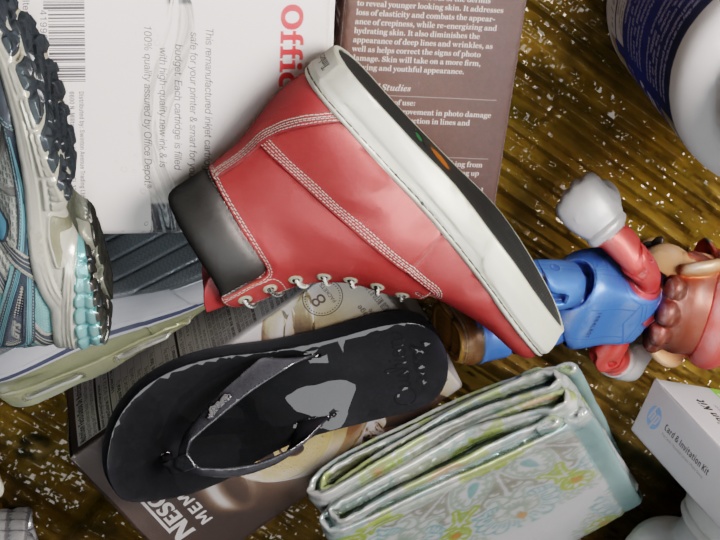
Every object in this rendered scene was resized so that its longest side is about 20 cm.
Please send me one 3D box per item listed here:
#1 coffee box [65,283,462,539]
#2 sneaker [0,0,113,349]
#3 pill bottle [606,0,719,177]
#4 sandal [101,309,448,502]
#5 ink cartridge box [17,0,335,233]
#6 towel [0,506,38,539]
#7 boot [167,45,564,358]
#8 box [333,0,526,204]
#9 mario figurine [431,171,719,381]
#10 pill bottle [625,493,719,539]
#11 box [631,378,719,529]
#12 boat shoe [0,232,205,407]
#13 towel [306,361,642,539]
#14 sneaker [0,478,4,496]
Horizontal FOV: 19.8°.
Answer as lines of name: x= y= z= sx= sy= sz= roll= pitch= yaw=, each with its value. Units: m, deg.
coffee box: x=-0.059 y=0.069 z=1.191 sx=0.200 sy=0.080 sz=0.113 roll=-36 pitch=118 yaw=8
sneaker: x=-0.183 y=-0.042 z=1.022 sx=0.086 sy=0.078 sz=0.201 roll=-10 pitch=118 yaw=1
pill bottle: x=0.210 y=-0.111 z=1.081 sx=0.119 sy=0.200 sz=0.120 roll=-4 pitch=117 yaw=-8
sandal: x=-0.049 y=0.073 z=1.124 sx=0.199 sy=0.043 sz=0.076 roll=-21 pitch=116 yaw=1
ink cartridge box: x=-0.119 y=-0.101 z=1.092 sx=0.199 sy=0.084 sz=0.145 roll=-2 pitch=118 yaw=-9
towel: x=-0.257 y=0.223 z=1.165 sx=0.165 sy=0.200 sz=0.086 roll=-5 pitch=118 yaw=-6
boot: x=0.000 y=0.000 z=1.079 sx=0.144 sy=0.072 sz=0.200 roll=-41 pitch=108 yaw=12
box: x=0.031 y=-0.132 z=1.112 sx=0.100 sy=0.075 sz=0.201 roll=2 pitch=118 yaw=-11
mario figurine: x=0.139 y=0.008 z=1.198 sx=0.199 sy=0.123 sz=0.107 roll=1 pitch=78 yaw=-23
pill bottle: x=0.198 y=0.224 z=1.284 sx=0.119 sy=0.120 sz=0.200 roll=26 pitch=109 yaw=-21
box: x=0.279 y=0.131 z=1.218 sx=0.199 sy=0.156 sz=0.041 roll=10 pitch=114 yaw=-29
boat shoe: x=-0.131 y=0.014 z=1.167 sx=0.199 sy=0.072 sz=0.062 roll=-22 pitch=143 yaw=5
towel: x=0.072 y=0.132 z=1.223 sx=0.171 sy=0.048 sz=0.200 roll=-26 pitch=149 yaw=6
sneaker: x=-0.286 y=0.070 z=1.151 sx=0.111 sy=0.077 sz=0.200 roll=-25 pitch=125 yaw=-8
